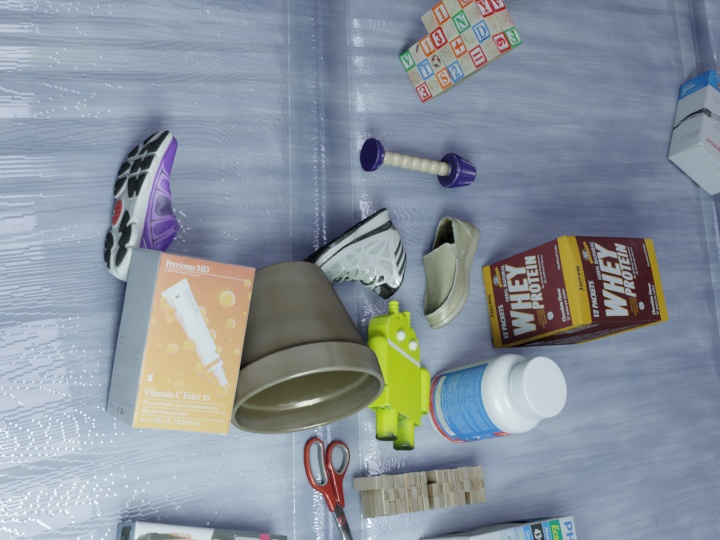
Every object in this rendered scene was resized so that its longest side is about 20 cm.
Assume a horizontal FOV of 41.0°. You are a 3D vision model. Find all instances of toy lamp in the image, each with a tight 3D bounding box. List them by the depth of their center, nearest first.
[{"bbox_3d":[0.095,-0.163,1.499,0.198,0.058,0.059,5,73,-32],"label":"toy lamp"}]

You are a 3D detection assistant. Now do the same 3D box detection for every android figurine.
[{"bbox_3d":[0.051,0.144,1.345,0.182,0.041,0.202,43,45,-55],"label":"android figurine"}]

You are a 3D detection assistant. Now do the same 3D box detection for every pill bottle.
[{"bbox_3d":[0.193,0.181,1.372,0.111,0.199,0.113,11,70,-32],"label":"pill bottle"}]

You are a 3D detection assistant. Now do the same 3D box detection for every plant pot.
[{"bbox_3d":[-0.085,0.091,1.227,0.199,0.200,0.175,3,58,-34],"label":"plant pot"}]

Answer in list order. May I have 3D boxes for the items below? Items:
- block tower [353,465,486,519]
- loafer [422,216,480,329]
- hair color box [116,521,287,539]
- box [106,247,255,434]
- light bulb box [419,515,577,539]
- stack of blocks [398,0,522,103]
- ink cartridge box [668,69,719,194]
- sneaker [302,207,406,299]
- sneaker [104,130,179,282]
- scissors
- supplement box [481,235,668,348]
[{"bbox_3d":[0.085,0.308,1.343,0.199,0.054,0.058,5,72,-37],"label":"block tower"},{"bbox_3d":[0.126,0.000,1.464,0.068,0.076,0.201,34,50,-21],"label":"loafer"},{"bbox_3d":[-0.188,0.356,1.136,0.199,0.060,0.100,15,68,-31],"label":"hair color box"},{"bbox_3d":[-0.213,0.083,1.143,0.124,0.097,0.202,10,89,-33],"label":"box"},{"bbox_3d":[0.206,0.457,1.345,0.199,0.124,0.200,-1,76,-34],"label":"light bulb box"},{"bbox_3d":[0.146,-0.357,1.502,0.058,0.200,0.116,-29,93,-35],"label":"stack of blocks"},{"bbox_3d":[0.712,-0.279,1.952,0.144,0.084,0.201,33,59,-22],"label":"ink cartridge box"},{"bbox_3d":[0.000,0.000,1.368,0.200,0.075,0.116,-35,95,-39],"label":"sneaker"},{"bbox_3d":[-0.265,-0.079,1.219,0.083,0.080,0.202,23,72,-42],"label":"sneaker"},{"bbox_3d":[-0.035,0.323,1.286,0.073,0.014,0.202,1,77,-38],"label":"scissors"},{"bbox_3d":[0.334,0.037,1.518,0.199,0.197,0.134,0,75,-34],"label":"supplement box"}]
